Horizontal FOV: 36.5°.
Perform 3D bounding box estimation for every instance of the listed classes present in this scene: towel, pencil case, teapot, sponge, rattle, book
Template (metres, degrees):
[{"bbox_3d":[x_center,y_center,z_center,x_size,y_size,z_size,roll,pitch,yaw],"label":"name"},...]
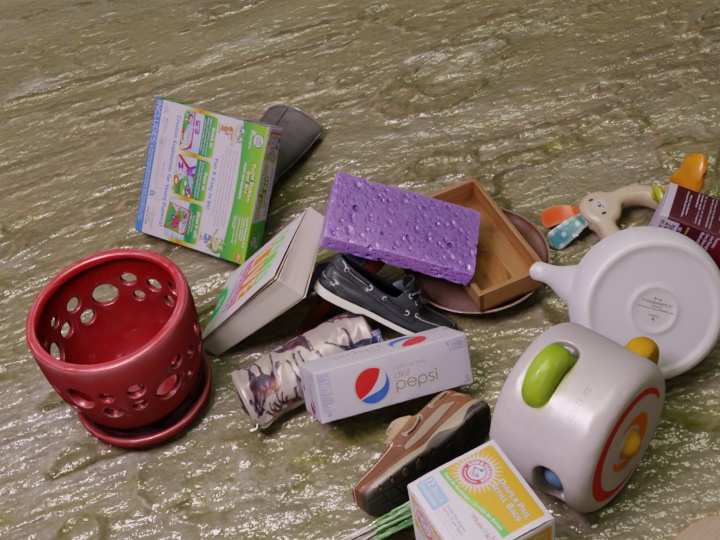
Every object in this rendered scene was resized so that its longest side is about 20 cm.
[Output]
[{"bbox_3d":[-0.019,0.297,1.152,0.199,0.153,0.023,-26,77,-15],"label":"towel"},{"bbox_3d":[-0.066,0.126,1.358,0.199,0.078,0.090,-27,60,-16],"label":"pencil case"},{"bbox_3d":[0.344,0.034,1.333,0.197,0.201,0.146,-34,8,6],"label":"teapot"},{"bbox_3d":[0.054,-0.054,1.396,0.199,0.030,0.112,15,51,-7],"label":"sponge"},{"bbox_3d":[0.346,-0.092,1.459,0.199,0.143,0.131,13,70,12],"label":"rattle"},{"bbox_3d":[-0.126,0.016,1.415,0.048,0.200,0.134,35,46,-18],"label":"book"}]

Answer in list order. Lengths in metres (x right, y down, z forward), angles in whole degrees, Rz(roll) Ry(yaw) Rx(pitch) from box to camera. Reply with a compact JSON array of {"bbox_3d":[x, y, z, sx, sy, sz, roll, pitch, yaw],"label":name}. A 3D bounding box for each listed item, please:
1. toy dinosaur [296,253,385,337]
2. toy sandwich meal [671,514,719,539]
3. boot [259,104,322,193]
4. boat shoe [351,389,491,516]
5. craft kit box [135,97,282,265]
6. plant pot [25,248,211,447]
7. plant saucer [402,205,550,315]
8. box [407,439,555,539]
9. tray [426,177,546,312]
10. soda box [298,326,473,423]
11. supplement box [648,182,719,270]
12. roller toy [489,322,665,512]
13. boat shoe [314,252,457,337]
[{"bbox_3d":[0.000,0.000,1.467,0.180,0.105,0.201,-7,79,10],"label":"toy dinosaur"},{"bbox_3d":[0.388,0.335,1.088,0.204,0.070,0.206,-5,46,5],"label":"toy sandwich meal"},{"bbox_3d":[-0.174,-0.187,1.671,0.181,0.073,0.201,23,59,3],"label":"boot"},{"bbox_3d":[0.065,0.208,1.270,0.199,0.076,0.074,-32,44,-30],"label":"boat shoe"},{"bbox_3d":[-0.219,-0.129,1.557,0.197,0.201,0.048,19,14,27],"label":"craft kit box"},{"bbox_3d":[-0.289,0.102,1.346,0.199,0.183,0.201,-4,47,5],"label":"plant pot"},{"bbox_3d":[0.157,-0.007,1.476,0.199,0.037,0.201,-5,46,5],"label":"plant saucer"},{"bbox_3d":[0.124,0.284,1.092,0.101,0.201,0.113,-25,48,-14],"label":"box"},{"bbox_3d":[0.156,-0.038,1.456,0.098,0.037,0.200,-22,47,-11],"label":"tray"},{"bbox_3d":[0.031,0.123,1.313,0.199,0.064,0.068,-13,10,-17],"label":"soda box"},{"bbox_3d":[0.458,-0.023,1.359,0.199,0.109,0.061,21,56,9],"label":"supplement box"},{"bbox_3d":[0.246,0.163,1.200,0.139,0.183,0.199,28,26,32],"label":"roller toy"},{"bbox_3d":[0.044,0.032,1.379,0.198,0.066,0.075,23,15,-8],"label":"boat shoe"}]
